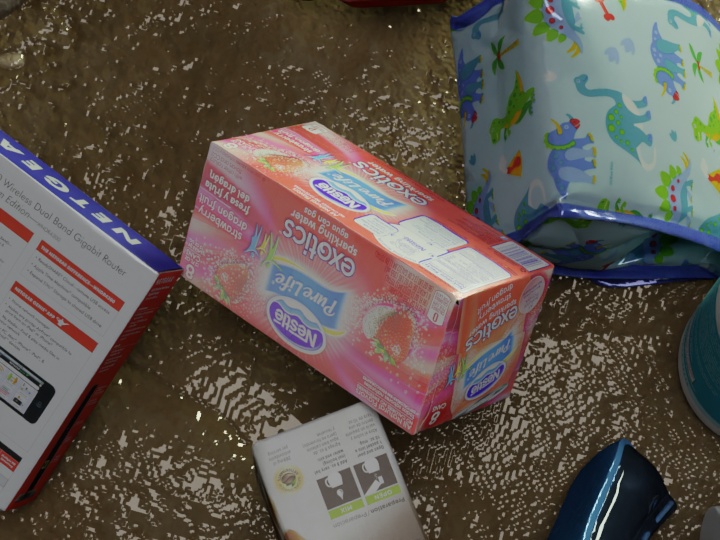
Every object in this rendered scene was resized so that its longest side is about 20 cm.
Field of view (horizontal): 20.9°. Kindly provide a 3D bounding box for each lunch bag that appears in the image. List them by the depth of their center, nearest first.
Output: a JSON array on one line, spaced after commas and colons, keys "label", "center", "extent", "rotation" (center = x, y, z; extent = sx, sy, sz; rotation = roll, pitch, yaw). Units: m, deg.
[{"label": "lunch bag", "center": [0.163, -0.085, 1.228], "extent": [0.199, 0.127, 0.171], "rotation": [5, 72, -30]}]

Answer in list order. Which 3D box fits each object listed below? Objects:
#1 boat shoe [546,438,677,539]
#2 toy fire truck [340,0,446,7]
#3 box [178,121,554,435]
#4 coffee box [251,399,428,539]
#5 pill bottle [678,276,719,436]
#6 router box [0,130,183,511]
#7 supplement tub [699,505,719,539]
[{"label": "boat shoe", "center": [0.143, 0.184, 1.148], "extent": [0.069, 0.084, 0.200], "rotation": [40, 55, -7]}, {"label": "toy fire truck", "center": [0.009, -0.261, 1.292], "extent": [0.167, 0.112, 0.201], "rotation": [-28, 75, 17]}, {"label": "box", "center": [0.000, 0.000, 1.162], "extent": [0.200, 0.102, 0.095], "rotation": [32, 119, 29]}, {"label": "coffee box", "center": [0.006, 0.191, 1.152], "extent": [0.079, 0.114, 0.201], "rotation": [-20, 75, -6]}, {"label": "pill bottle", "center": [0.256, 0.036, 1.153], "extent": [0.110, 0.200, 0.112], "rotation": [0, 74, 0]}, {"label": "router box", "center": [-0.238, 0.016, 1.197], "extent": [0.200, 0.049, 0.180], "rotation": [37, 101, 9]}, {"label": "supplement tub", "center": [0.307, 0.194, 1.140], "extent": [0.199, 0.145, 0.146], "rotation": [-3, 75, -1]}]
